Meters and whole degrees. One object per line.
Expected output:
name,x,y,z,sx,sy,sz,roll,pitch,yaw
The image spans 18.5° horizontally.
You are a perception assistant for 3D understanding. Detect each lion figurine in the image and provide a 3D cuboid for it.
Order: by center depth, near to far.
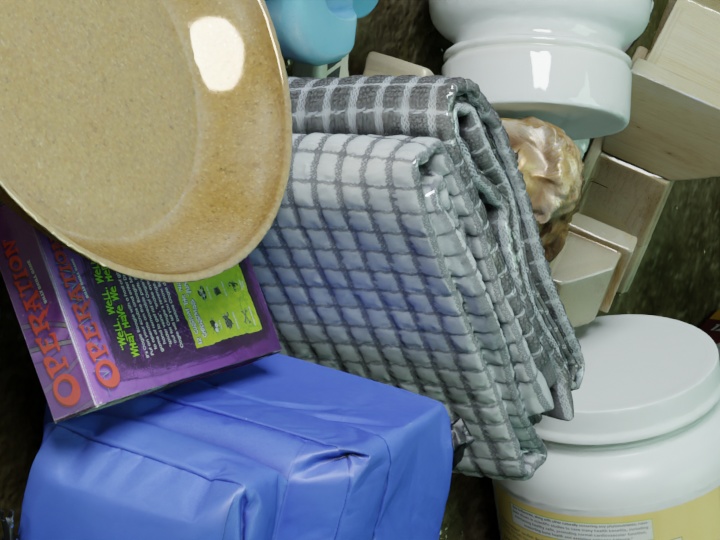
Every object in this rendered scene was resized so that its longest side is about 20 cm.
lion figurine,0.065,0.014,1.120,0.072,0.122,0.200,-39,128,-47

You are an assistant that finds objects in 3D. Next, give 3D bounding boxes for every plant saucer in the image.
plant saucer,-0.105,-0.085,0.835,0.200,0.035,0.201,30,49,-42

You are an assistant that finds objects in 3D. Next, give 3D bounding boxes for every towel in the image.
towel,0.000,0.000,0.983,0.086,0.165,0.200,-63,142,-37

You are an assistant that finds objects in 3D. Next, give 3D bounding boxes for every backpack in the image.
backpack,-0.071,0.144,0.909,0.168,0.162,0.200,-15,117,-56

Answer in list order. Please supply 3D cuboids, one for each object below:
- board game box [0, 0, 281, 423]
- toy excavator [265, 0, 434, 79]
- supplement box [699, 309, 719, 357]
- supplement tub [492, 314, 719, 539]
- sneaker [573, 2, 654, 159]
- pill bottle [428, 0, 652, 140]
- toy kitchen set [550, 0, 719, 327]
board game box,-0.106,-0.048,0.866,0.120,0.032,0.200,-13,82,-59
toy excavator,-0.023,-0.125,1.008,0.194,0.100,0.200,-26,130,-53
supplement box,0.260,0.158,1.432,0.197,0.133,0.200,-34,123,-49
supplement tub,0.150,0.141,1.250,0.145,0.145,0.200,-37,125,-48
sneaker,0.091,-0.113,1.201,0.080,0.074,0.200,49,50,-30
pill bottle,0.092,-0.172,1.115,0.113,0.113,0.200,15,75,-57
toy kitchen set,0.201,-0.016,1.211,0.163,0.180,0.200,-61,172,-29
